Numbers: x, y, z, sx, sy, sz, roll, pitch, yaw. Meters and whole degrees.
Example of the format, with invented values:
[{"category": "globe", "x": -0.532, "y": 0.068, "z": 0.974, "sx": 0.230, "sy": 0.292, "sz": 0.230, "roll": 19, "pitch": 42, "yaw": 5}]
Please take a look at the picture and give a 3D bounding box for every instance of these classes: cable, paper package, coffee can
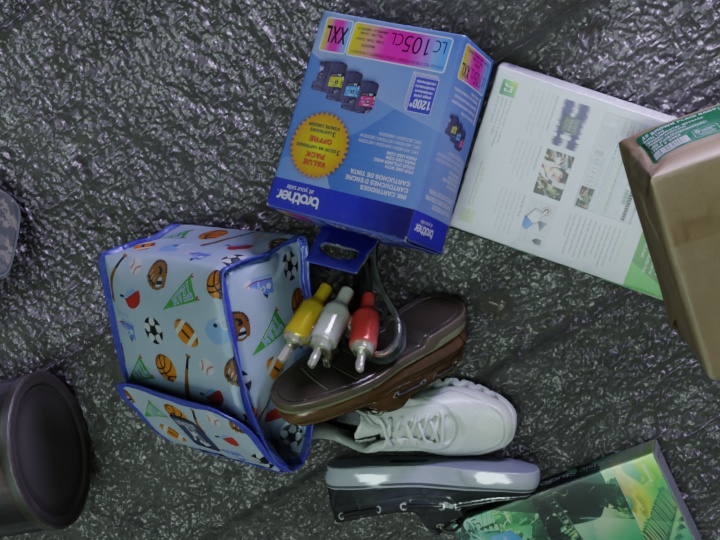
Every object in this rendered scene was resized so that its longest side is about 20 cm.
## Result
[{"category": "cable", "x": 0.000, "y": 0.000, "z": 1.207, "sx": 0.097, "sy": 0.050, "sz": 0.200, "roll": 8, "pitch": 63, "yaw": 12}, {"category": "paper package", "x": 0.324, "y": -0.040, "z": 1.119, "sx": 0.200, "sy": 0.103, "sz": 0.191, "roll": -20, "pitch": 110, "yaw": 3}, {"category": "coffee can", "x": -0.375, "y": 0.184, "z": 1.365, "sx": 0.200, "sy": 0.146, "sz": 0.146, "roll": -12, "pitch": 103, "yaw": 17}]

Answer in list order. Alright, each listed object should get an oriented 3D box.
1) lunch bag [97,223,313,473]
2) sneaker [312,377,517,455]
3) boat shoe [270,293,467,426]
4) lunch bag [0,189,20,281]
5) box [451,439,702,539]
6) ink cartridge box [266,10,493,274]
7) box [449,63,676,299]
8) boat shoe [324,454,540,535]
[{"category": "lunch bag", "x": -0.127, "y": 0.072, "z": 1.262, "sx": 0.170, "sy": 0.124, "sz": 0.200, "roll": 9, "pitch": 114, "yaw": 42}, {"category": "sneaker", "x": 0.037, "y": 0.135, "z": 1.288, "sx": 0.200, "sy": 0.081, "sz": 0.075, "roll": 4, "pitch": 105, "yaw": 11}, {"category": "boat shoe", "x": 0.015, "y": 0.092, "z": 1.229, "sx": 0.072, "sy": 0.200, "sz": 0.068, "roll": 33, "pitch": 137, "yaw": 44}, {"category": "lunch bag", "x": -0.424, "y": -0.019, "z": 1.300, "sx": 0.200, "sy": 0.139, "sz": 0.168, "roll": 31, "pitch": 124, "yaw": -29}, {"category": "box", "x": 0.201, "y": 0.250, "z": 1.305, "sx": 0.200, "sy": 0.036, "sz": 0.144, "roll": -24, "pitch": 99, "yaw": 18}, {"category": "ink cartridge box", "x": 0.013, "y": -0.095, "z": 1.175, "sx": 0.136, "sy": 0.076, "sz": 0.200, "roll": 14, "pitch": 89, "yaw": 28}, {"category": "box", "x": 0.189, "y": -0.073, "z": 1.206, "sx": 0.200, "sy": 0.036, "sz": 0.144, "roll": 20, "pitch": 109, "yaw": 8}, {"category": "boat shoe", "x": 0.063, "y": 0.203, "z": 1.301, "sx": 0.200, "sy": 0.070, "sz": 0.066, "roll": -3, "pitch": 94, "yaw": 17}]
